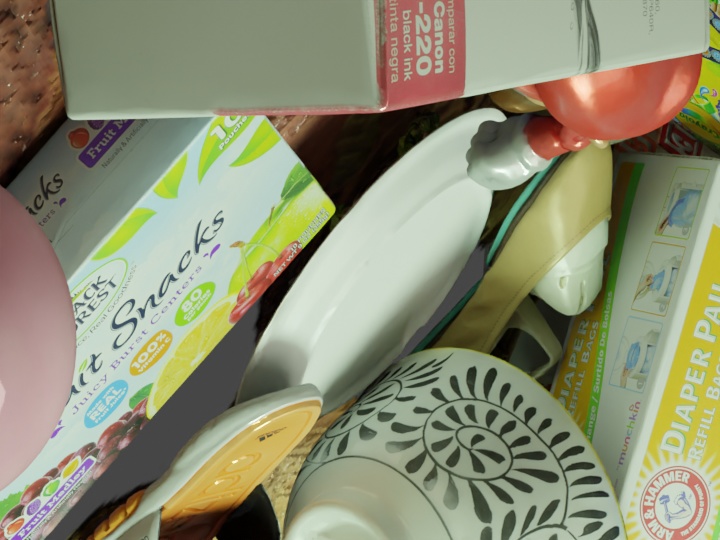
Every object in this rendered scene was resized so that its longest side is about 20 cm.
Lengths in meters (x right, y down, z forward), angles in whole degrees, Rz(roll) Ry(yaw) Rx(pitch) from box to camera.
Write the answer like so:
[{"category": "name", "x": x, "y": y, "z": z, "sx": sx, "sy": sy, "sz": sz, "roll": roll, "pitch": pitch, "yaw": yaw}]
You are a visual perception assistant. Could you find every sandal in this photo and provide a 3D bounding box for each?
[{"category": "sandal", "x": -0.070, "y": 0.122, "z": 1.104, "sx": 0.079, "sy": 0.059, "sz": 0.207, "roll": -14, "pitch": 158, "yaw": -33}]

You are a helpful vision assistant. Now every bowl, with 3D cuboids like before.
[{"category": "bowl", "x": 0.024, "y": 0.143, "z": 1.136, "sx": 0.094, "sy": 0.201, "sz": 0.201, "roll": -11, "pitch": 136, "yaw": -45}]

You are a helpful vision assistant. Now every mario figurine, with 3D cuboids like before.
[{"category": "mario figurine", "x": 0.073, "y": -0.105, "z": 1.002, "sx": 0.106, "sy": 0.123, "sz": 0.200, "roll": -28, "pitch": -172, "yaw": 1}]

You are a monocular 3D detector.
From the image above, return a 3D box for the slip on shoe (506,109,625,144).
[{"category": "slip on shoe", "x": 0.145, "y": -0.108, "z": 1.228, "sx": 0.200, "sy": 0.076, "sz": 0.061, "roll": -23, "pitch": 102, "yaw": -30}]

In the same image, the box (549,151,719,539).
[{"category": "box", "x": 0.169, "y": 0.052, "z": 1.178, "sx": 0.112, "sy": 0.101, "sz": 0.200, "roll": 17, "pitch": 88, "yaw": -23}]

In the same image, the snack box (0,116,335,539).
[{"category": "snack box", "x": -0.108, "y": 0.014, "z": 0.936, "sx": 0.200, "sy": 0.053, "sz": 0.142, "roll": -49, "pitch": 157, "yaw": -4}]

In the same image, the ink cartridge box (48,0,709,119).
[{"category": "ink cartridge box", "x": 0.011, "y": -0.104, "z": 0.826, "sx": 0.200, "sy": 0.146, "sz": 0.085, "roll": -17, "pitch": 105, "yaw": -49}]

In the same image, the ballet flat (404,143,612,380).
[{"category": "ballet flat", "x": 0.087, "y": 0.011, "z": 1.187, "sx": 0.069, "sy": 0.063, "sz": 0.200, "roll": -36, "pitch": 165, "yaw": -47}]

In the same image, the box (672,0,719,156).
[{"category": "box", "x": 0.204, "y": -0.193, "z": 1.121, "sx": 0.200, "sy": 0.122, "sz": 0.193, "roll": -43, "pitch": 158, "yaw": -18}]

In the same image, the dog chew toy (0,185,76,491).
[{"category": "dog chew toy", "x": -0.189, "y": 0.037, "z": 0.739, "sx": 0.200, "sy": 0.125, "sz": 0.125, "roll": -24, "pitch": 146, "yaw": -35}]

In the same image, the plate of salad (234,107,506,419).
[{"category": "plate of salad", "x": 0.000, "y": 0.000, "z": 1.125, "sx": 0.200, "sy": 0.048, "sz": 0.200, "roll": -45, "pitch": 161, "yaw": -20}]

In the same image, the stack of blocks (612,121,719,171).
[{"category": "stack of blocks", "x": 0.204, "y": -0.031, "z": 1.382, "sx": 0.059, "sy": 0.115, "sz": 0.200, "roll": -40, "pitch": 156, "yaw": -25}]

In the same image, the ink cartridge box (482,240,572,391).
[{"category": "ink cartridge box", "x": 0.146, "y": 0.061, "z": 1.358, "sx": 0.200, "sy": 0.147, "sz": 0.083, "roll": 73, "pitch": 20, "yaw": -63}]
